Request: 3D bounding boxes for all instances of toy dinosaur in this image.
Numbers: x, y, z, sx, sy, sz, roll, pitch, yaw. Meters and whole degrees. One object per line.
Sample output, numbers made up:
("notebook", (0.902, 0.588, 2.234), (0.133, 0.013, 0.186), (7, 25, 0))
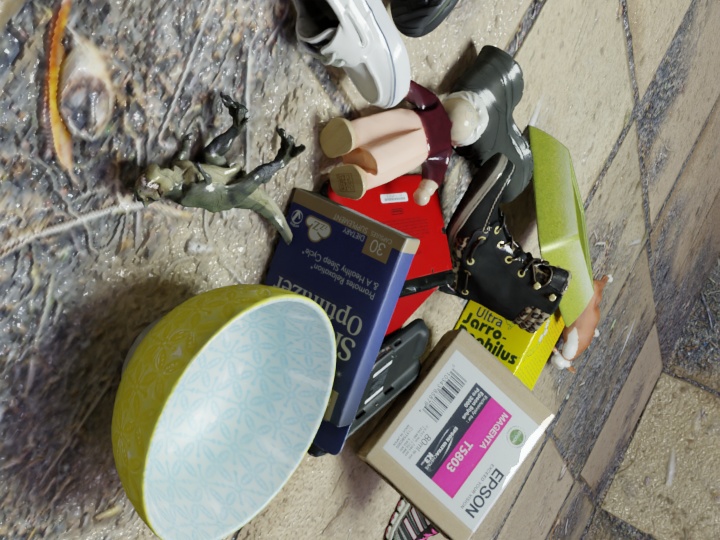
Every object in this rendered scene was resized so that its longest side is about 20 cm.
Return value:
("toy dinosaur", (-0.092, -0.074, 0.599), (0.089, 0.047, 0.199), (-56, 152, 12))

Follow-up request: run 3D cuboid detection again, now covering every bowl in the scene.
("bowl", (-0.119, 0.092, 0.611), (0.199, 0.106, 0.204), (-36, 139, -40))

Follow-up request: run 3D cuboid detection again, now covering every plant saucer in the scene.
("plant saucer", (0.273, -0.060, 1.067), (0.200, 0.047, 0.204), (55, 32, -51))

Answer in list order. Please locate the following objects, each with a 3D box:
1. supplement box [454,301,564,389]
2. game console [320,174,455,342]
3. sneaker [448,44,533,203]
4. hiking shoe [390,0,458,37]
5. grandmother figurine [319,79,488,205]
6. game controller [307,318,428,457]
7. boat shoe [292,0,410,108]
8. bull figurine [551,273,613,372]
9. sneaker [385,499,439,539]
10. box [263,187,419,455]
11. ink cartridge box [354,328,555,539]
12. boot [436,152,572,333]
("supplement box", (0.191, 0.115, 1.115), (0.203, 0.107, 0.110), (-60, 150, -9))
("game console", (0.000, 0.000, 0.823), (0.198, 0.117, 0.177), (-11, 90, -55))
("sneaker", (0.138, -0.148, 0.898), (0.090, 0.075, 0.202), (-41, 136, -19))
("hiking shoe", (0.097, -0.281, 0.719), (0.203, 0.075, 0.101), (-61, 146, -10))
("grandmother figurine", (0.052, -0.124, 0.754), (0.198, 0.060, 0.124), (-29, 119, -39))
("game controller", (0.010, 0.129, 0.902), (0.199, 0.042, 0.106), (-33, 141, -44))
("boat shoe", (-0.022, -0.193, 0.611), (0.066, 0.073, 0.201), (-49, 136, -16))
("bull figurine", (0.414, 0.094, 1.499), (0.121, 0.064, 0.204), (-28, 135, -51))
("sneaker", (0.100, 0.365, 1.170), (0.073, 0.086, 0.204), (8, 104, -58))
("box", (-0.037, 0.046, 0.694), (0.032, 0.119, 0.205), (3, 109, -61))
("ink cartridge box", (0.116, 0.201, 0.981), (0.201, 0.164, 0.075), (-51, -177, -13))
("boot", (0.166, -0.022, 0.890), (0.074, 0.148, 0.202), (-58, 175, -48))
